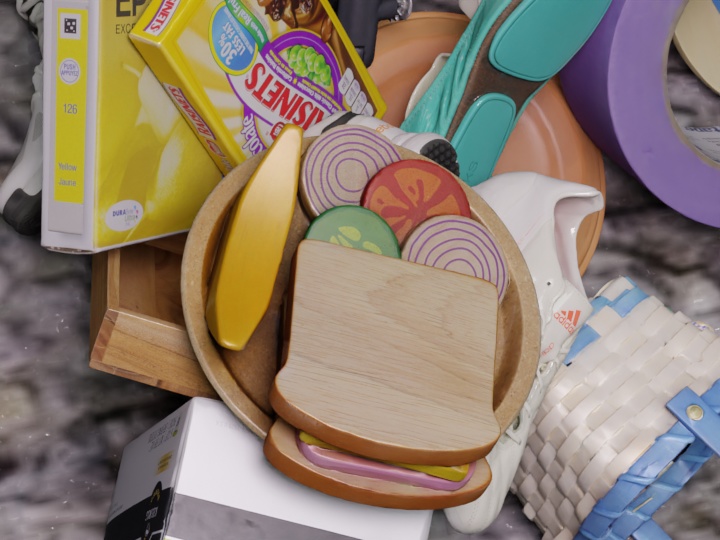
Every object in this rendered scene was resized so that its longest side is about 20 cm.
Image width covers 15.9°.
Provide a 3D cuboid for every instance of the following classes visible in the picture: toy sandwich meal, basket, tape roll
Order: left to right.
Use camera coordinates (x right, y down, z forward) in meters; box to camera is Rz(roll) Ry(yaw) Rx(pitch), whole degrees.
[{"bbox_3d":[0.006,0.014,1.239,0.204,0.070,0.206,8,62,-16],"label":"toy sandwich meal"},{"bbox_3d":[0.170,0.111,1.400,0.139,0.176,0.200,-36,78,-22],"label":"basket"},{"bbox_3d":[0.216,-0.130,1.452,0.199,0.085,0.201,-6,112,-16],"label":"tape roll"}]

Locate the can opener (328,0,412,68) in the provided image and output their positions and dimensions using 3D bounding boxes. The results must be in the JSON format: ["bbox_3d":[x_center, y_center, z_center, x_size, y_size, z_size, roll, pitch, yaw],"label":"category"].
[{"bbox_3d":[-0.002,-0.202,1.414,0.078,0.063,0.201,-1,119,-24],"label":"can opener"}]

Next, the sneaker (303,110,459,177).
[{"bbox_3d":[0.000,0.000,1.397,0.080,0.201,0.074,28,36,27],"label":"sneaker"}]

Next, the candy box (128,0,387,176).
[{"bbox_3d":[-0.049,-0.103,1.352,0.026,0.200,0.102,24,72,32],"label":"candy box"}]

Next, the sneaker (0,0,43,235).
[{"bbox_3d":[-0.168,-0.119,1.422,0.115,0.076,0.201,32,64,3],"label":"sneaker"}]

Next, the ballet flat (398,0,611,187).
[{"bbox_3d":[0.068,-0.114,1.403,0.067,0.070,0.200,15,112,-46],"label":"ballet flat"}]

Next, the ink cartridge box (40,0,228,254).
[{"bbox_3d":[-0.098,-0.120,1.346,0.047,0.197,0.201,9,101,26],"label":"ink cartridge box"}]

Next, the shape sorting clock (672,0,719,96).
[{"bbox_3d":[0.257,-0.192,1.528,0.199,0.039,0.201,-7,103,-31],"label":"shape sorting clock"}]

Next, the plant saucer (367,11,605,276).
[{"bbox_3d":[0.049,-0.054,1.475,0.199,0.037,0.201,3,78,-15],"label":"plant saucer"}]

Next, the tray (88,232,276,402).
[{"bbox_3d":[-0.090,0.014,1.346,0.098,0.200,0.037,17,108,-11],"label":"tray"}]

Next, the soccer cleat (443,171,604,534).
[{"bbox_3d":[0.079,0.038,1.323,0.077,0.069,0.201,0,64,21],"label":"soccer cleat"}]

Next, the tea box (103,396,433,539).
[{"bbox_3d":[-0.064,0.185,1.309,0.133,0.200,0.197,16,76,-11],"label":"tea box"}]
